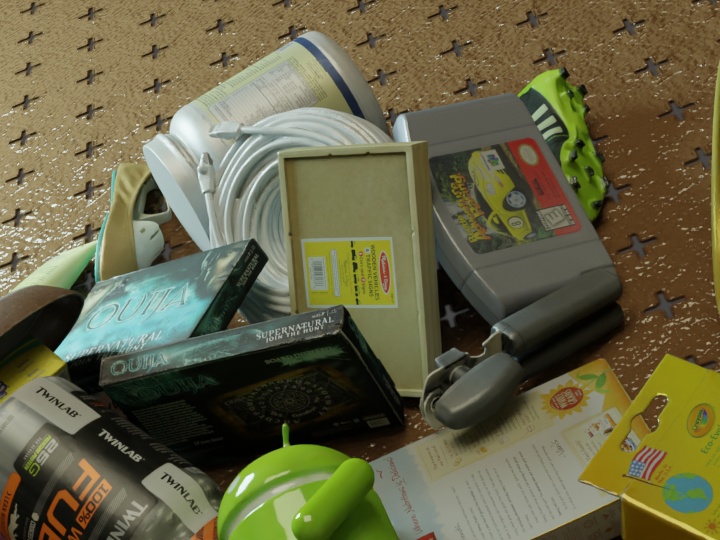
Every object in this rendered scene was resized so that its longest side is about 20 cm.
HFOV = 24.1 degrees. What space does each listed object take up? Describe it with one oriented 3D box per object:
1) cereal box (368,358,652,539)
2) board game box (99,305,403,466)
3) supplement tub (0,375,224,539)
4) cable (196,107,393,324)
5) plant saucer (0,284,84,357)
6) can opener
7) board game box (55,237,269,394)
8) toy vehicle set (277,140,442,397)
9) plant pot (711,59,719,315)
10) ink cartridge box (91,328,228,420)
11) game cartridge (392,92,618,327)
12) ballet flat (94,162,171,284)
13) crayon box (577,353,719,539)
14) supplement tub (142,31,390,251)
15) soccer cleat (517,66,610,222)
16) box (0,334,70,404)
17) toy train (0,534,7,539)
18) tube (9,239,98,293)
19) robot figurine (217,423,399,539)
[{"bbox_3d":[0.113,0.153,1.205,0.199,0.040,0.144,-24,35,1],"label":"cereal box"},{"bbox_3d":[-0.082,0.094,1.301,0.199,0.135,0.028,-13,50,16],"label":"board game box"},{"bbox_3d":[-0.184,0.175,1.239,0.199,0.123,0.123,30,58,21],"label":"supplement tub"},{"bbox_3d":[-0.041,-0.037,1.432,0.199,0.201,0.069,-6,-5,33],"label":"cable"},{"bbox_3d":[-0.303,0.078,1.334,0.034,0.200,0.200,44,66,6],"label":"plant saucer"},{"bbox_3d":[0.130,0.066,1.269,0.199,0.054,0.067,-27,38,-26],"label":"can opener"},{"bbox_3d":[-0.181,0.044,1.418,0.199,0.028,0.136,-14,34,38],"label":"board game box"},{"bbox_3d":[0.000,0.000,1.346,0.124,0.201,0.026,1,10,30],"label":"toy vehicle set"},{"bbox_3d":[0.356,-0.062,1.223,0.188,0.201,0.201,-1,39,8],"label":"plant pot"},{"bbox_3d":[-0.195,0.103,1.450,0.200,0.044,0.173,-35,35,-15],"label":"ink cartridge box"},{"bbox_3d":[0.109,-0.052,1.362,0.133,0.041,0.201,-16,64,-24],"label":"game cartridge"},{"bbox_3d":[-0.217,-0.045,1.637,0.063,0.069,0.200,-5,38,3],"label":"ballet flat"},{"bbox_3d":[0.257,0.143,1.087,0.199,0.051,0.127,24,56,30],"label":"crayon box"},{"bbox_3d":[-0.087,-0.116,1.579,0.200,0.145,0.145,-33,36,-12],"label":"supplement tub"},{"bbox_3d":[0.168,-0.098,1.487,0.081,0.067,0.201,-35,33,27],"label":"soccer cleat"},{"bbox_3d":[-0.306,0.152,1.294,0.048,0.118,0.200,34,59,22],"label":"box"},{"bbox_3d":[-0.296,0.231,1.336,0.150,0.056,0.200,7,42,38],"label":"toy train"},{"bbox_3d":[-0.318,0.038,1.602,0.058,0.052,0.200,21,49,17],"label":"tube"},{"bbox_3d":[-0.027,0.204,1.132,0.115,0.176,0.200,-4,49,-25],"label":"robot figurine"}]
